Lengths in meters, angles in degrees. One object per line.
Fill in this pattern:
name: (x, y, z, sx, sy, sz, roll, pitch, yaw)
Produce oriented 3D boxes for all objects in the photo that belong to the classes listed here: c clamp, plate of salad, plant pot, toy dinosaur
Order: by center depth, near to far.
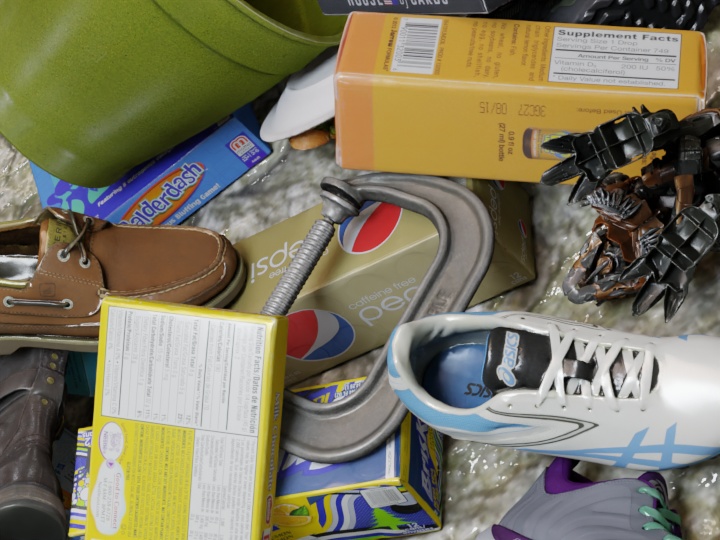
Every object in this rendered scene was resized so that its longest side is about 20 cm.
toy dinosaur: (0.165, -0.049, 1.242, 0.102, 0.135, 0.201, 36, 120, 23)
c clamp: (-0.025, 0.021, 1.322, 0.170, 0.027, 0.200, 27, 75, 37)
plate of salad: (0.024, -0.134, 1.476, 0.200, 0.048, 0.200, -36, 14, 10)
plant pot: (-0.137, -0.158, 1.502, 0.193, 0.200, 0.201, -41, 40, 26)

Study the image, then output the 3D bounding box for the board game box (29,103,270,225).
board game box: (-0.152, -0.104, 1.634, 0.152, 0.045, 0.200, -37, 41, 12)

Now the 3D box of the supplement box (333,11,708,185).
supplement box: (0.087, -0.092, 1.325, 0.198, 0.067, 0.069, 6, 42, 8)

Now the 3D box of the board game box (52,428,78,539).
board game box: (-0.219, 0.188, 1.470, 0.200, 0.041, 0.200, 28, 80, 48)

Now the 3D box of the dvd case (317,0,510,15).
dvd case: (0.091, -0.196, 1.406, 0.200, 0.025, 0.150, -33, 23, -31)

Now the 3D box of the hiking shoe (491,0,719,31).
hiking shoe: (0.121, -0.148, 1.401, 0.200, 0.076, 0.101, -39, 42, 16)

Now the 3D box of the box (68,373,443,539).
box: (-0.057, 0.114, 1.337, 0.199, 0.064, 0.070, -11, 56, 20)

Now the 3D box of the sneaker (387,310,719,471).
sneaker: (0.104, 0.056, 1.204, 0.199, 0.072, 0.072, 2, 74, 26)

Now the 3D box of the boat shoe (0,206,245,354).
boat shoe: (-0.168, 0.002, 1.395, 0.199, 0.068, 0.072, -11, 41, 4)

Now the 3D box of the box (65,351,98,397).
box: (-0.212, 0.036, 1.546, 0.199, 0.049, 0.082, 4, 21, 43)

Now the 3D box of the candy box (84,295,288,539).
candy box: (-0.095, 0.118, 1.291, 0.102, 0.026, 0.202, 7, 95, 17)

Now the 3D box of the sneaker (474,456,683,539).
sneaker: (0.139, 0.137, 1.175, 0.199, 0.074, 0.088, 20, 69, 48)

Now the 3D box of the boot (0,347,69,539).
boot: (-0.219, 0.135, 1.427, 0.200, 0.069, 0.175, -47, 28, 27)

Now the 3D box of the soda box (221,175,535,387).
soda box: (0.000, 0.000, 1.403, 0.199, 0.068, 0.064, -24, 46, 27)
